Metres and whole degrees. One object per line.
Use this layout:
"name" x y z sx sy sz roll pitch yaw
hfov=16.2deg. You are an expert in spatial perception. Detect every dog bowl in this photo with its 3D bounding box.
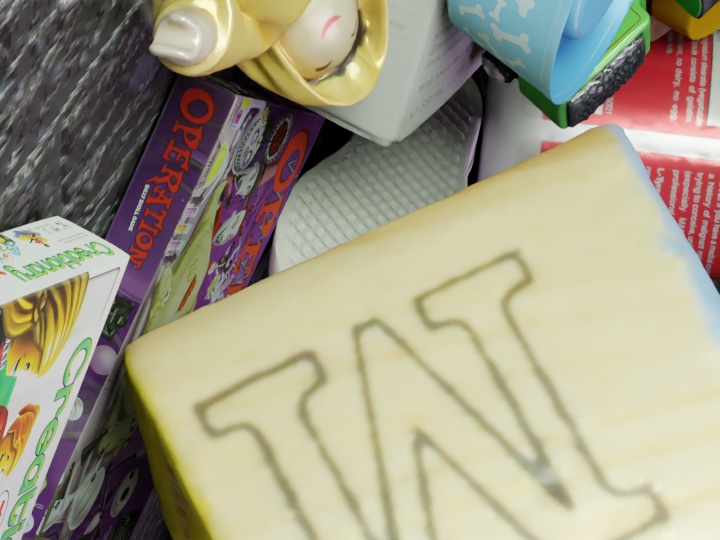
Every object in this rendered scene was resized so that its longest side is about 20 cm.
"dog bowl" 0.086 -0.159 0.881 0.111 0.049 0.201 -35 149 -64

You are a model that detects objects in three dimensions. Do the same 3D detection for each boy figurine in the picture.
"boy figurine" -0.031 -0.109 0.809 0.125 0.064 0.200 -61 164 -22

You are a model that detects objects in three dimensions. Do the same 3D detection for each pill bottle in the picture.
"pill bottle" 0.155 -0.053 1.148 0.112 0.199 0.113 7 90 -86

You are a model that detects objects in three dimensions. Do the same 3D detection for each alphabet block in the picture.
"alphabet block" 0.046 0.100 0.937 0.199 0.197 0.196 -24 157 -10

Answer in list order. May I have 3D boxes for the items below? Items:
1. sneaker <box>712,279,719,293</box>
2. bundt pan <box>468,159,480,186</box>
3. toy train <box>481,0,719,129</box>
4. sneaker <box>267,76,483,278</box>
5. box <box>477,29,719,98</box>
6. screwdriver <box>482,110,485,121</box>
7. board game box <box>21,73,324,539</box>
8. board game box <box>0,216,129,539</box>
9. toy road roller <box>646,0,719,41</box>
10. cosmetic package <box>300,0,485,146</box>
"sneaker" 0.170 -0.004 1.327 0.200 0.075 0.089 -36 146 -65
"bundt pan" 0.120 -0.046 1.354 0.201 0.076 0.202 -32 170 -6
"toy train" 0.130 -0.134 0.974 0.200 0.056 0.042 -43 161 -8
"sneaker" 0.001 0.000 1.084 0.115 0.072 0.201 -67 176 34
"box" 0.159 -0.135 1.285 0.200 0.157 0.051 -33 115 -66
"screwdriver" 0.116 -0.082 1.245 0.199 0.028 0.029 -12 151 -24
"board game box" -0.080 0.024 0.953 0.201 0.032 0.120 -65 171 7
"board game box" -0.145 0.086 0.801 0.201 0.034 0.126 -67 167 16
"toy road roller" 0.097 -0.186 1.044 0.146 0.123 0.201 -30 143 -44
"cosmetic package" 0.027 -0.158 0.916 0.102 0.074 0.201 -48 161 -50
